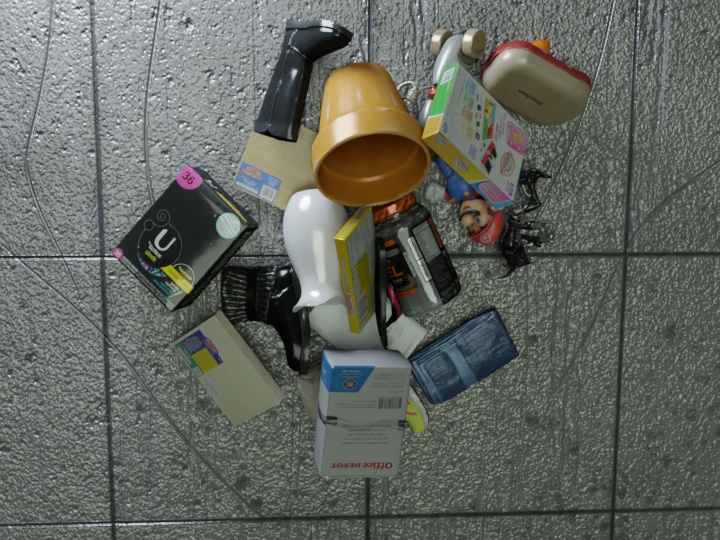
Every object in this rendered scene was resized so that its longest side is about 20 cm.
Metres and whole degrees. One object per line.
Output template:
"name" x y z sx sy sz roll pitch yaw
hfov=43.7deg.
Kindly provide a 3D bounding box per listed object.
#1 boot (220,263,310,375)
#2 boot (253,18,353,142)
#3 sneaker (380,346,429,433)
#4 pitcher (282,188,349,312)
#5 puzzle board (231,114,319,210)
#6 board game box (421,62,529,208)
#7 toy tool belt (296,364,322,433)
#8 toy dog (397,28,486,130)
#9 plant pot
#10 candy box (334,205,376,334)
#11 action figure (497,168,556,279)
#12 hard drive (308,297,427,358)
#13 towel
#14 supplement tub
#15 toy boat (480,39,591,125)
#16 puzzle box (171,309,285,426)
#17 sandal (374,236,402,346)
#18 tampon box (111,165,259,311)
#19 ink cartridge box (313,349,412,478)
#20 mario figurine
"boot" -0.170 0.089 1.611 0.154 0.080 0.216 -7 71 -4
"boot" -0.098 -0.319 1.530 0.065 0.163 0.204 21 87 -39
"sneaker" 0.057 0.234 1.653 0.090 0.078 0.202 -35 118 -8
"pitcher" -0.057 -0.032 1.588 0.120 0.170 0.205 -13 79 39
"puzzle board" -0.116 -0.183 1.626 0.197 0.017 0.153 24 98 -6
"board game box" 0.197 -0.224 1.508 0.199 0.040 0.155 38 56 -30
"toy tool belt" -0.029 0.257 1.648 0.121 0.125 0.204 -21 101 8
"toy dog" 0.160 -0.331 1.584 0.096 0.132 0.202 23 106 -49
"plant pot" 0.008 -0.242 1.527 0.195 0.202 0.187 -8 59 -2
"candy box" 0.000 0.000 1.551 0.026 0.103 0.203 10 130 24
"action figure" 0.305 -0.078 1.620 0.100 0.119 0.205 11 91 12
"hard drive" 0.009 0.102 1.673 0.199 0.025 0.133 38 95 -9
"towel" 0.194 0.163 1.684 0.198 0.049 0.113 -31 100 1
"supplement tub" 0.092 -0.030 1.609 0.121 0.123 0.203 -25 99 1
"toy boat" 0.315 -0.351 1.585 0.197 0.130 0.133 25 60 -17
"puzzle box" -0.242 0.180 1.637 0.132 0.025 0.202 -29 102 34
"sandal" 0.050 0.041 1.558 0.044 0.075 0.205 -4 111 -8
"tampon box" -0.301 -0.056 1.568 0.150 0.126 0.201 42 95 0
"ink cartridge box" 0.001 0.245 1.550 0.143 0.086 0.205 2 107 -16
"mario figurine" 0.183 -0.135 1.601 0.105 0.123 0.203 -30 94 -7
